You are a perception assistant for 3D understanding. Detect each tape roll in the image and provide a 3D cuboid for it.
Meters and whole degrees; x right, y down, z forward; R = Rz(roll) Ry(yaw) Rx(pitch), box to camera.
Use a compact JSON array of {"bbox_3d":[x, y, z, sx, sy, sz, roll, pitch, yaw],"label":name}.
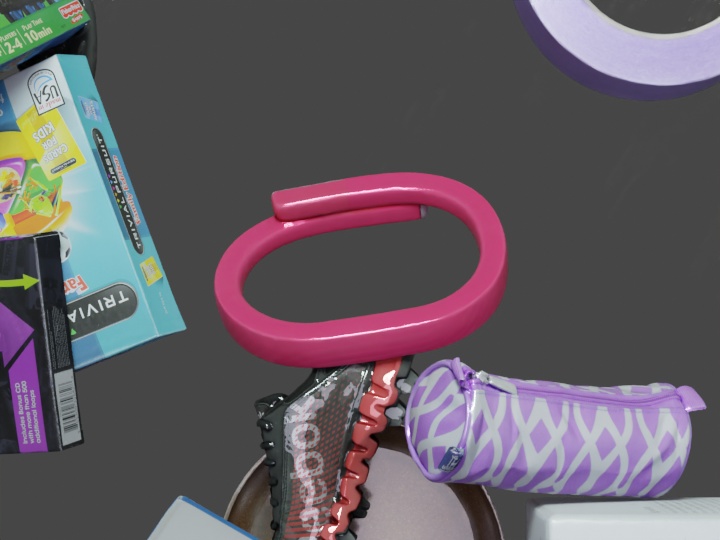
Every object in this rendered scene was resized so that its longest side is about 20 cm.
[{"bbox_3d":[0.202,-0.220,1.308,0.199,0.085,0.201,0,88,2],"label":"tape roll"}]

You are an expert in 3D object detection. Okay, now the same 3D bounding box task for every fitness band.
[{"bbox_3d":[0.000,0.000,1.288,0.199,0.038,0.144,-10,48,0],"label":"fitness band"}]

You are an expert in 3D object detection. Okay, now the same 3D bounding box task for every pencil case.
[{"bbox_3d":[0.125,0.102,1.262,0.199,0.084,0.086,8,119,-31],"label":"pencil case"}]

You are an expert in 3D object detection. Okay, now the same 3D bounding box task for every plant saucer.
[{"bbox_3d":[0.001,0.202,1.324,0.199,0.032,0.201,0,88,0],"label":"plant saucer"}]

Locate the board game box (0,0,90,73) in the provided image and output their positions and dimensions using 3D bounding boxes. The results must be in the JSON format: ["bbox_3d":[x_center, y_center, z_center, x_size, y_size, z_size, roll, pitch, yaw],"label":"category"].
[{"bbox_3d":[-0.278,-0.216,1.224,0.037,0.151,0.200,-32,96,34],"label":"board game box"}]

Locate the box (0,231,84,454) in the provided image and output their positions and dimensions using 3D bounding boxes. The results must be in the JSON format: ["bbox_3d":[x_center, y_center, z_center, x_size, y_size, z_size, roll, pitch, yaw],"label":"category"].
[{"bbox_3d":[-0.287,0.054,1.293,0.199,0.036,0.144,-5,94,24],"label":"box"}]

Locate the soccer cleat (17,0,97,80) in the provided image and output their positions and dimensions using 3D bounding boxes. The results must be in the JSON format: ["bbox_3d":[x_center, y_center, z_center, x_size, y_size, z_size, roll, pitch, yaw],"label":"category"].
[{"bbox_3d":[-0.212,-0.214,1.329,0.068,0.073,0.201,-4,106,19],"label":"soccer cleat"}]

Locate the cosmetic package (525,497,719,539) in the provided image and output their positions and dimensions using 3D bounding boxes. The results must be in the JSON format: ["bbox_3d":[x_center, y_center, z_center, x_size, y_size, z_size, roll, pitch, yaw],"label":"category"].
[{"bbox_3d":[0.211,0.235,1.252,0.199,0.165,0.166,1,88,1],"label":"cosmetic package"}]

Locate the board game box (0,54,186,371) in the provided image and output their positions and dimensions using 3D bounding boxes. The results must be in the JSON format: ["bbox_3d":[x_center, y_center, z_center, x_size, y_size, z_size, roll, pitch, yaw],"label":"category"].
[{"bbox_3d":[-0.225,-0.026,1.306,0.150,0.047,0.201,-22,87,20],"label":"board game box"}]

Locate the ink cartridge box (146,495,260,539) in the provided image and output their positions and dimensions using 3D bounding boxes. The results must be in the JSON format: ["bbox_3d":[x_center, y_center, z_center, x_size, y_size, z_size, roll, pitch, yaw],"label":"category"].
[{"bbox_3d":[-0.102,0.265,1.247,0.144,0.084,0.200,29,129,2],"label":"ink cartridge box"}]

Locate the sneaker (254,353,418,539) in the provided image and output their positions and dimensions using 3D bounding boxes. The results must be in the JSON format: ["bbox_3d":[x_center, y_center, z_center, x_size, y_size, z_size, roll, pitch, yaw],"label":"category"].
[{"bbox_3d":[-0.035,0.132,1.278,0.097,0.071,0.201,20,87,2],"label":"sneaker"}]
